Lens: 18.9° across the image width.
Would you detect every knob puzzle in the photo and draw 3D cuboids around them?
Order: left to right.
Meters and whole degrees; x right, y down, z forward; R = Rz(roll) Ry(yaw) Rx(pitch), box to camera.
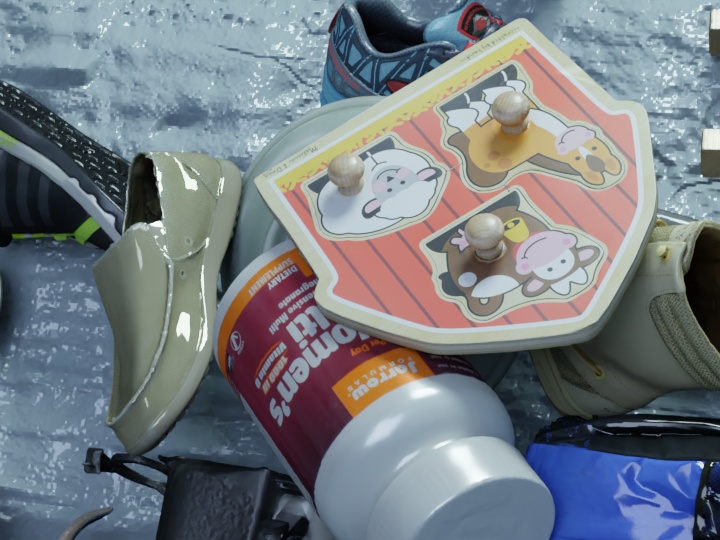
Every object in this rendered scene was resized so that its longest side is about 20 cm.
[{"bbox_3d":[0.061,-0.037,1.096,0.219,0.030,0.220,-8,50,10],"label":"knob puzzle"}]

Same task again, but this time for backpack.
[{"bbox_3d":[0.175,0.155,1.110,0.200,0.162,0.168,9,83,18],"label":"backpack"}]

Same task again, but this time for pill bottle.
[{"bbox_3d":[0.011,0.077,1.111,0.110,0.110,0.200,-40,47,1],"label":"pill bottle"}]

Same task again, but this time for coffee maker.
[{"bbox_3d":[-0.078,0.215,1.199,0.192,0.135,0.200,1,69,43],"label":"coffee maker"}]

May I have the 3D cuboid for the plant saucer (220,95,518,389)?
[{"bbox_3d":[0.000,0.000,1.239,0.200,0.050,0.201,1,93,24],"label":"plant saucer"}]

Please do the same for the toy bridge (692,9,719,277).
[{"bbox_3d":[0.223,-0.065,1.210,0.067,0.027,0.200,2,53,11],"label":"toy bridge"}]

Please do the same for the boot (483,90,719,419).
[{"bbox_3d":[0.130,-0.020,1.141,0.073,0.155,0.200,-22,93,-31],"label":"boot"}]

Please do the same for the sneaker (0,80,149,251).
[{"bbox_3d":[-0.194,-0.044,1.352,0.200,0.072,0.083,37,109,25],"label":"sneaker"}]

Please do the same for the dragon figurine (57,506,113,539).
[{"bbox_3d":[-0.173,0.241,1.241,0.059,0.100,0.200,-5,52,17],"label":"dragon figurine"}]

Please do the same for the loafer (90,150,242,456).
[{"bbox_3d":[-0.121,0.013,1.238,0.068,0.076,0.200,24,51,-20],"label":"loafer"}]

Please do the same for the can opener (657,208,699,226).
[{"bbox_3d":[0.205,0.014,1.208,0.200,0.053,0.067,17,76,22],"label":"can opener"}]

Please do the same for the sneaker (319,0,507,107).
[{"bbox_3d":[0.065,-0.109,1.255,0.200,0.096,0.079,16,35,21],"label":"sneaker"}]

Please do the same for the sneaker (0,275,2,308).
[{"bbox_3d":[-0.306,0.050,1.318,0.200,0.092,0.076,-46,41,-4],"label":"sneaker"}]
